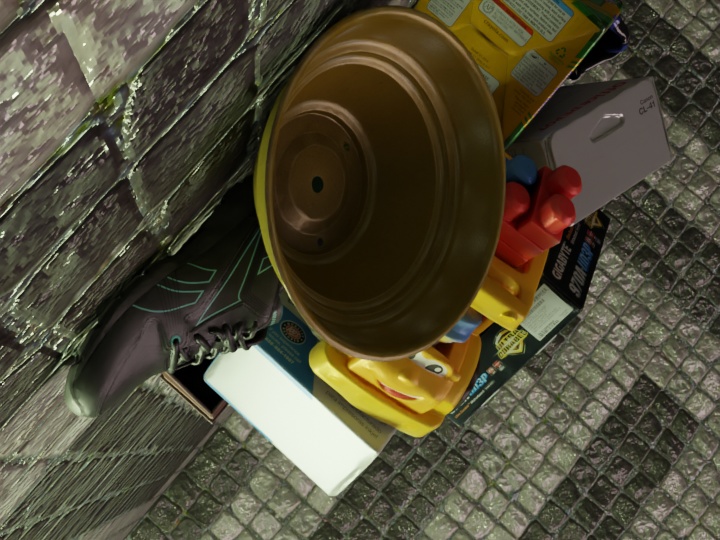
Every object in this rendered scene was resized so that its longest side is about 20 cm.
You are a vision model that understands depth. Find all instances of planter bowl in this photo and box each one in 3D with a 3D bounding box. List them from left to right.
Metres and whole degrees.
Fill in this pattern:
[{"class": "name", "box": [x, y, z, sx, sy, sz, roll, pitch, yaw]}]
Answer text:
[{"class": "planter bowl", "box": [-0.003, -0.051, 0.574, 0.083, 0.202, 0.201, 7, -134, 46]}]

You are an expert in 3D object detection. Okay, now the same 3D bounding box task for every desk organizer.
[{"class": "desk organizer", "box": [-0.107, 0.046, 0.930, 0.200, 0.072, 0.077, -50, 176, -16]}]

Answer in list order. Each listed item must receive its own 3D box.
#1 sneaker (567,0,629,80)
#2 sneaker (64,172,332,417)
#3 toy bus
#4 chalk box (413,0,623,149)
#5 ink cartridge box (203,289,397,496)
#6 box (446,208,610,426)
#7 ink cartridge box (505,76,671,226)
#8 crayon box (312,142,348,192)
[{"class": "sneaker", "box": [0.212, -0.256, 0.929, 0.081, 0.114, 0.201, 55, 50, -55]}, {"class": "sneaker", "box": [-0.097, 0.022, 0.589, 0.200, 0.079, 0.075, -47, 178, -26]}, {"class": "toy bus", "box": [0.073, -0.001, 0.688, 0.191, 0.135, 0.202, -30, -149, 52]}, {"class": "chalk box", "box": [0.127, -0.202, 0.772, 0.124, 0.124, 0.200, -50, 179, 29]}, {"class": "ink cartridge box", "box": [-0.010, 0.061, 0.796, 0.085, 0.144, 0.200, -50, 178, 42]}, {"class": "box", "box": [0.143, 0.028, 0.842, 0.159, 0.046, 0.200, -50, -179, 32]}, {"class": "ink cartridge box", "box": [0.162, -0.110, 0.887, 0.147, 0.086, 0.199, -31, -159, -26]}, {"class": "crayon box", "box": [-0.040, -0.055, 0.797, 0.126, 0.051, 0.200, -51, 177, 41]}]
